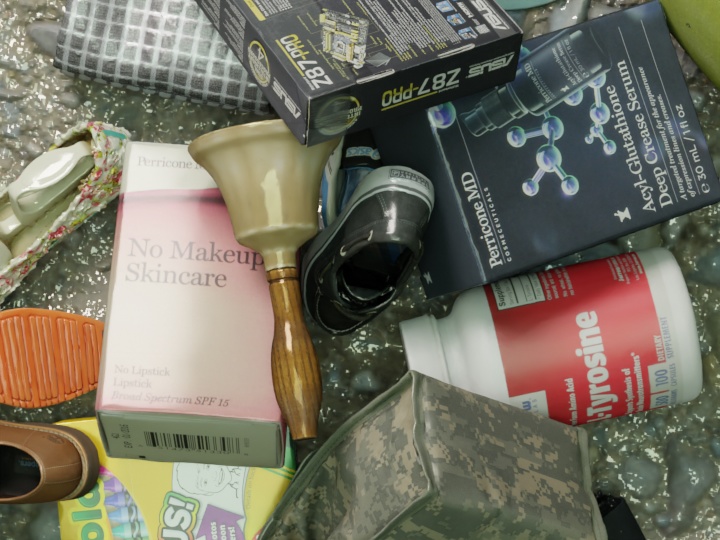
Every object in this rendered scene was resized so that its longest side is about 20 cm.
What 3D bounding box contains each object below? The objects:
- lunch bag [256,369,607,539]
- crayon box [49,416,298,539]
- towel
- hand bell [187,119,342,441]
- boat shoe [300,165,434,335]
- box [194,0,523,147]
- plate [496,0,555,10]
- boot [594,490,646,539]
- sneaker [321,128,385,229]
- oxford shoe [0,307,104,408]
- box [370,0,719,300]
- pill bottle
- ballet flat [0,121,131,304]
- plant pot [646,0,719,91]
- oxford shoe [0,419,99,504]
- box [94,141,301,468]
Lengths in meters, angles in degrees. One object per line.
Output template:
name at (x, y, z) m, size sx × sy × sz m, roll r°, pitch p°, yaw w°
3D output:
lunch bag at (0.042, 0.174, 1.481) m, size 0.164 × 0.200 × 0.118 m, roll 20°, pitch 45°, yaw -32°
crayon box at (-0.125, 0.199, 1.552) m, size 0.172 × 0.058 × 0.201 m, roll -6°, pitch 89°, yaw -1°
towel at (-0.122, -0.222, 1.540) m, size 0.165 × 0.086 × 0.201 m, roll 10°, pitch 90°, yaw -1°
hand bell at (-0.051, 0.011, 1.413) m, size 0.104 × 0.104 × 0.201 m, roll -7°, pitch 81°, yaw 0°
boat shoe at (0.000, 0.000, 1.487) m, size 0.068 × 0.200 × 0.057 m, roll 13°, pitch 59°, yaw -9°
box at (-0.011, -0.179, 1.431) m, size 0.161 × 0.049 × 0.200 m, roll -18°, pitch 50°, yaw -24°
plate at (0.105, -0.290, 1.572) m, size 0.199 × 0.026 × 0.201 m, roll 0°, pitch 91°, yaw -1°
boot at (0.147, 0.275, 1.544) m, size 0.200 × 0.076 × 0.168 m, roll -37°, pitch 94°, yaw -7°
sneaker at (0.008, -0.105, 1.548) m, size 0.072 × 0.072 × 0.201 m, roll 1°, pitch 89°, yaw 1°
oxford shoe at (-0.272, 0.064, 1.550) m, size 0.199 × 0.073 × 0.072 m, roll -4°, pitch 92°, yaw -21°
box at (0.126, -0.083, 1.501) m, size 0.199 × 0.107 × 0.149 m, roll -20°, pitch 91°, yaw -21°
pill bottle at (0.132, 0.057, 1.528) m, size 0.199 × 0.112 × 0.113 m, roll -12°, pitch 90°, yaw 0°
ballet flat at (-0.246, -0.039, 1.547) m, size 0.200 × 0.064 × 0.076 m, roll -44°, pitch 67°, yaw 0°
plant pot at (0.276, -0.211, 1.511) m, size 0.200 × 0.187 × 0.187 m, roll 38°, pitch 90°, yaw 14°
oxford shoe at (-0.286, 0.134, 1.522) m, size 0.199 × 0.071 × 0.072 m, roll -4°, pitch 91°, yaw 26°
box at (-0.108, 0.025, 1.496) m, size 0.127 × 0.109 × 0.201 m, roll 3°, pitch 68°, yaw 0°
